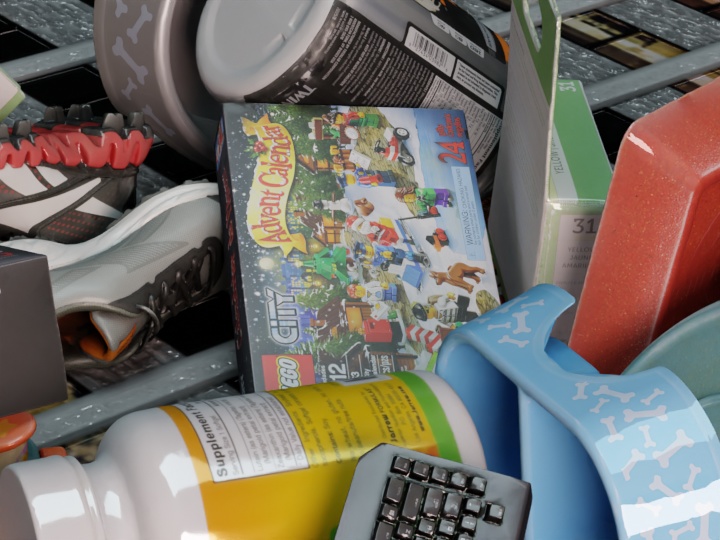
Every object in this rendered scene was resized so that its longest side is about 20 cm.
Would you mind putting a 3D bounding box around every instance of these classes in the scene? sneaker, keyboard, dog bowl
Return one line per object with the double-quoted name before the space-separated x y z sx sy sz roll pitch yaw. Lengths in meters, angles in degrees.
"sneaker" -0.121 0.012 1.272 0.200 0.074 0.079 -21 47 -29
"sneaker" -0.191 -0.037 1.298 0.071 0.098 0.200 10 12 36
"keyboard" 0.037 0.171 0.934 0.127 0.021 0.200 17 62 -3
"dog bowl" -0.059 -0.149 1.425 0.200 0.201 0.059 -14 26 -30
"dog bowl" 0.090 0.081 1.019 0.049 0.112 0.200 -13 26 -21

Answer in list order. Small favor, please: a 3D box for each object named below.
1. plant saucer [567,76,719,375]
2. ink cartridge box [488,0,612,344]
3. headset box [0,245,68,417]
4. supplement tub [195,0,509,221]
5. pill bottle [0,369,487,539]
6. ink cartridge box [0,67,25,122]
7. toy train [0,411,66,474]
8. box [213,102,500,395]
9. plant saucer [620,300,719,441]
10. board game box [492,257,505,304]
"plant saucer" 0.181 -0.009 1.213 0.037 0.200 0.199 32 38 28
"ink cartridge box" 0.105 -0.069 1.252 0.048 0.201 0.146 2 29 -6
"headset box" -0.241 0.034 1.134 0.148 0.075 0.200 -14 13 -30
"supplement tub" 0.013 -0.109 1.375 0.200 0.123 0.123 31 8 -39
"pill bottle" -0.052 0.111 1.044 0.199 0.111 0.111 -8 30 -21
"ink cartridge box" -0.293 -0.107 1.274 0.146 0.200 0.048 -46 42 -3
"toy train" -0.217 0.107 1.087 0.150 0.056 0.200 17 31 21
"box" 0.000 0.000 1.248 0.136 0.038 0.200 1 52 -13
"plant saucer" 0.159 0.088 1.056 0.027 0.200 0.200 36 11 -33
"board game box" 0.015 0.003 1.352 0.200 0.020 0.103 24 33 32
